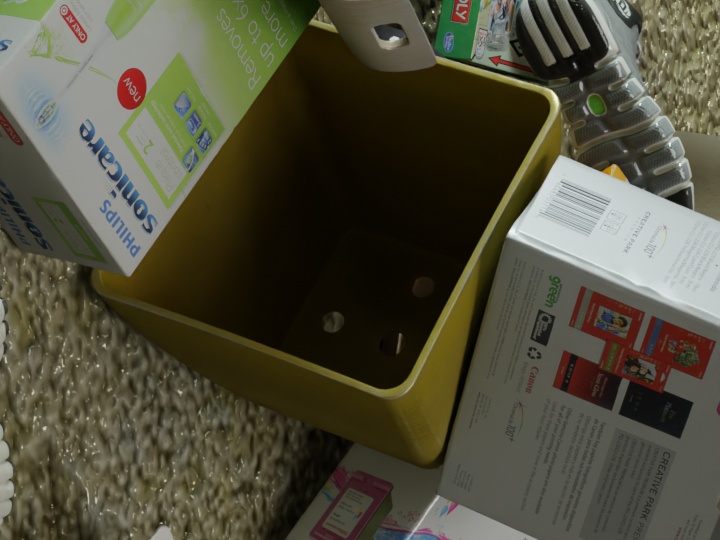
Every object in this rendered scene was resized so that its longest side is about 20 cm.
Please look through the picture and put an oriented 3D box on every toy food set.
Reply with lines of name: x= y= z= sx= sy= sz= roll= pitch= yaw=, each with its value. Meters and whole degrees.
toy food set: x=-0.021 y=-0.206 z=1.192 sx=0.200 sy=0.060 sz=0.144 roll=64 pitch=4 yaw=12

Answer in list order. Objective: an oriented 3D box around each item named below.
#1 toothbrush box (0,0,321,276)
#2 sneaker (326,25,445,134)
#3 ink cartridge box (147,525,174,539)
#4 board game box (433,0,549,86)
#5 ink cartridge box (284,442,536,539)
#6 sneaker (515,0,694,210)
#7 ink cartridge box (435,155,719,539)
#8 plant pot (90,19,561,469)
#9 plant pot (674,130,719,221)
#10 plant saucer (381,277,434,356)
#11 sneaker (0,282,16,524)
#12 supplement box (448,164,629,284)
toothbrush box: x=-0.127 y=-0.122 z=1.169 sx=0.200 sy=0.086 sz=0.146 roll=-55 pitch=137 yaw=-25
sneaker: x=0.043 y=-0.078 z=1.423 sx=0.200 sy=0.072 sz=0.083 roll=34 pitch=74 yaw=-41
ink cartridge box: x=-0.135 y=0.241 z=1.273 sx=0.115 sy=0.068 sz=0.200 roll=-46 pitch=133 yaw=-36
board game box: x=0.108 y=-0.193 z=1.471 sx=0.200 sy=0.029 sz=0.135 roll=2 pitch=100 yaw=-65
ink cartridge box: x=0.036 y=0.178 z=1.429 sx=0.200 sy=0.085 sz=0.145 roll=-53 pitch=138 yaw=-5
sneaker: x=0.173 y=-0.110 z=1.476 sx=0.200 sy=0.075 sz=0.116 roll=66 pitch=26 yaw=-16
ink cartridge box: x=0.151 y=0.066 z=1.233 sx=0.084 sy=0.175 sz=0.200 roll=-53 pitch=162 yaw=-46
plant pot: x=0.000 y=0.000 z=1.295 sx=0.200 sy=0.200 sz=0.176 roll=-61 pitch=154 yaw=-21
plant pot: x=0.256 y=0.038 z=1.613 sx=0.177 sy=0.199 sz=0.200 roll=-49 pitch=135 yaw=-36
plant saucer: x=0.070 y=0.048 z=1.514 sx=0.200 sy=0.035 sz=0.201 roll=-20 pitch=116 yaw=-49
sneaker: x=-0.223 y=0.053 z=1.099 sx=0.090 sy=0.078 sz=0.200 roll=-26 pitch=120 yaw=-43
supplement box: x=0.159 y=0.053 z=1.420 sx=0.200 sy=0.126 sz=0.074 roll=56 pitch=13 yaw=-6
